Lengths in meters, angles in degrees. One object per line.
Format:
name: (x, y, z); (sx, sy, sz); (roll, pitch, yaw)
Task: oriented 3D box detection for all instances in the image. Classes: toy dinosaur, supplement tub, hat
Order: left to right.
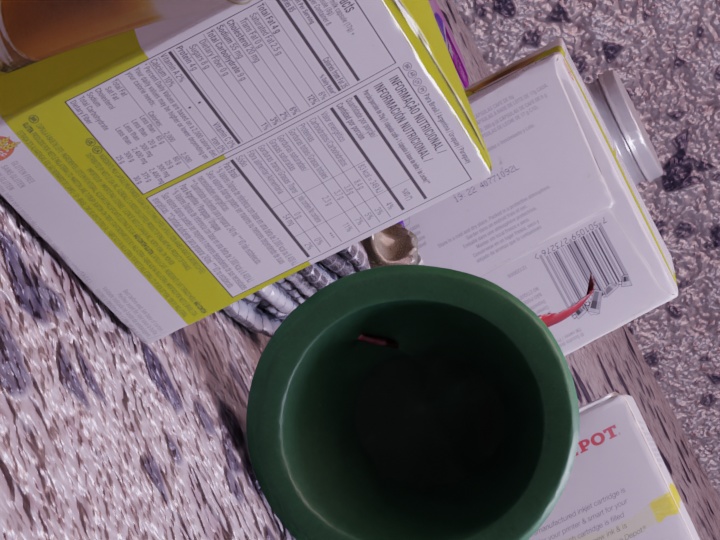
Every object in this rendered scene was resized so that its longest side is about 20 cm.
toy dinosaur: (0.000, 0.000, 1.712); (0.077, 0.102, 0.200); (66, 10, 10)
hat: (0.036, 0.078, 1.509); (0.176, 0.198, 0.167); (-153, -112, -87)
supplement tub: (0.203, -0.113, 2.883); (0.141, 0.199, 0.140); (61, 10, -18)

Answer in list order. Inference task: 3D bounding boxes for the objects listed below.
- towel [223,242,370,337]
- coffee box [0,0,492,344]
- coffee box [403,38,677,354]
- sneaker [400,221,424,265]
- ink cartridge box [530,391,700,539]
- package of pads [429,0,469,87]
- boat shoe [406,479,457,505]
towel: (-0.073, -0.069, 1.537); (0.166, 0.085, 0.200); (68, 10, 25)
coffee box: (-0.080, -0.125, 1.282); (0.200, 0.197, 0.200); (52, 15, -54)
coffee box: (0.109, -0.038, 2.087); (0.201, 0.199, 0.198); (62, 8, -6)
sneaker: (-0.022, -0.067, 1.915); (0.100, 0.069, 0.201); (-112, 177, -68)
ink cartridge box: (0.174, 0.207, 1.999); (0.201, 0.144, 0.083); (65, 8, 8)
package of pads: (0.057, -0.202, 2.690); (0.121, 0.075, 0.200); (59, 10, -21)
boat shoe: (0.046, 0.202, 1.464); (0.068, 0.072, 0.201); (24, 47, -58)
